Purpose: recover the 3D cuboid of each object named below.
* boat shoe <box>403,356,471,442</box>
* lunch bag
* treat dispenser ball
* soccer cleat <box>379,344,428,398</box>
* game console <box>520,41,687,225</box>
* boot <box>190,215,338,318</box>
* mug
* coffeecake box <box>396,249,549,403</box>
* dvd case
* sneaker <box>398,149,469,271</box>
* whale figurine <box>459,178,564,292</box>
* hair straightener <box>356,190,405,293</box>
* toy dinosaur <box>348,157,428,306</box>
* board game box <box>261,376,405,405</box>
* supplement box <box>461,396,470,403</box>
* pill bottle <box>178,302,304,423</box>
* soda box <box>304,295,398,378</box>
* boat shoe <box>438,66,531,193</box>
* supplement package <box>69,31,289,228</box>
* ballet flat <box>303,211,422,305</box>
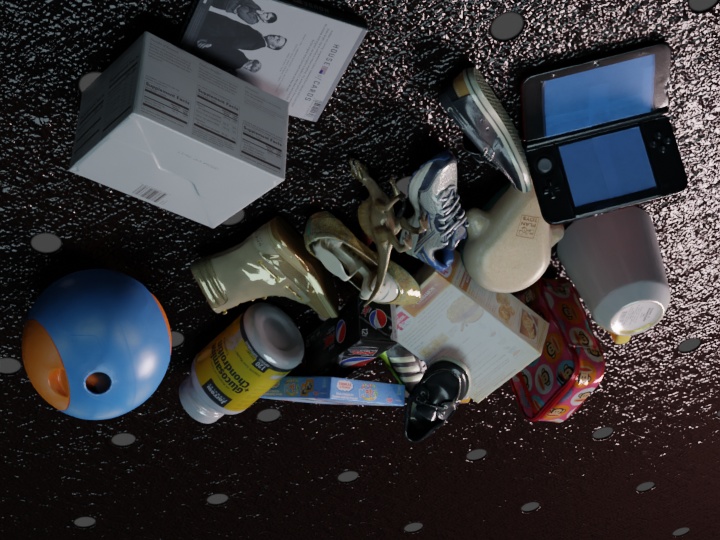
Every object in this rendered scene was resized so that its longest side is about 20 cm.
[{"bbox_3d":[0.106,0.200,1.678,0.074,0.066,0.200,33,145,-1],"label":"boat shoe"},{"bbox_3d":[0.279,0.127,1.712,0.081,0.201,0.177,6,137,-27],"label":"lunch bag"},{"bbox_3d":[-0.355,0.099,1.512,0.198,0.202,0.202,-7,141,-6],"label":"treat dispenser ball"},{"bbox_3d":[0.081,0.141,1.754,0.081,0.068,0.200,-34,118,15],"label":"soccer cleat"},{"bbox_3d":[0.315,-0.172,1.434,0.197,0.174,0.119,-14,167,0],"label":"game console"},{"bbox_3d":[-0.131,0.023,1.580,0.154,0.073,0.200,-25,137,14],"label":"boot"},{"bbox_3d":[0.391,0.017,1.646,0.149,0.154,0.186,-33,137,23],"label":"mug"},{"bbox_3d":[0.150,0.080,1.646,0.199,0.073,0.153,37,132,-10],"label":"coffeecake box"},{"bbox_3d":[-0.110,-0.255,1.296,0.198,0.025,0.151,11,135,-27],"label":"dvd case"},{"bbox_3d":[0.112,-0.077,1.499,0.077,0.085,0.201,-33,151,-26],"label":"sneaker"},{"bbox_3d":[0.209,-0.072,1.558,0.157,0.104,0.202,6,113,-21],"label":"whale figurine"},{"bbox_3d":[0.036,-0.032,1.581,0.076,0.041,0.201,1,133,-16],"label":"hair straightener"},{"bbox_3d":[0.036,-0.054,1.480,0.100,0.203,0.058,3,-163,42],"label":"toy dinosaur"},{"bbox_3d":[-0.052,0.186,1.728,0.150,0.037,0.199,11,168,-40],"label":"board game box"},{"bbox_3d":[0.169,0.131,1.792,0.068,0.067,0.201,3,139,-21],"label":"supplement box"},{"bbox_3d":[-0.184,0.145,1.681,0.111,0.113,0.200,24,128,-36],"label":"pill bottle"},{"bbox_3d":[-0.016,0.103,1.659,0.063,0.072,0.200,6,158,-24],"label":"soda box"},{"bbox_3d":[0.162,-0.171,1.425,0.062,0.075,0.200,-25,130,19],"label":"boat shoe"},{"bbox_3d":[-0.207,-0.156,1.292,0.199,0.112,0.155,23,147,-34],"label":"supplement package"},{"bbox_3d":[0.000,0.000,1.541,0.199,0.071,0.071,39,122,-17],"label":"ballet flat"}]
